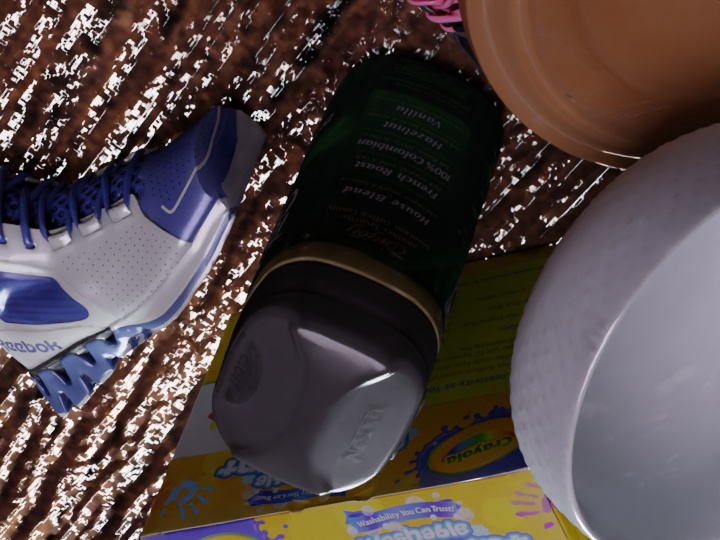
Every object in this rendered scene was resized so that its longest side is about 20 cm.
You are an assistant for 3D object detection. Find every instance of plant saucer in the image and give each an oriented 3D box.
[{"bbox_3d":[0.139,-0.125,0.964,0.200,0.032,0.201,-6,125,-9],"label":"plant saucer"}]

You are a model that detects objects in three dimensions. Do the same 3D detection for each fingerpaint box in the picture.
[{"bbox_3d":[0.017,0.080,1.126,0.199,0.167,0.073,-13,123,24],"label":"fingerpaint box"}]

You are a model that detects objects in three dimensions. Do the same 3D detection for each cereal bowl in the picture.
[{"bbox_3d":[0.139,0.018,1.000,0.083,0.200,0.201,43,144,39],"label":"cereal bowl"}]

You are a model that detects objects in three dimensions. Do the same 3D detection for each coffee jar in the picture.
[{"bbox_3d":[0.000,0.000,1.044,0.085,0.200,0.104,23,130,-3],"label":"coffee jar"}]

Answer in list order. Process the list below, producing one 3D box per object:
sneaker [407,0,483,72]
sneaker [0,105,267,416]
[{"bbox_3d":[0.025,-0.137,0.989,0.079,0.095,0.200,-11,124,44],"label":"sneaker"},{"bbox_3d":[-0.141,-0.015,1.151,0.115,0.081,0.199,33,131,-14],"label":"sneaker"}]
